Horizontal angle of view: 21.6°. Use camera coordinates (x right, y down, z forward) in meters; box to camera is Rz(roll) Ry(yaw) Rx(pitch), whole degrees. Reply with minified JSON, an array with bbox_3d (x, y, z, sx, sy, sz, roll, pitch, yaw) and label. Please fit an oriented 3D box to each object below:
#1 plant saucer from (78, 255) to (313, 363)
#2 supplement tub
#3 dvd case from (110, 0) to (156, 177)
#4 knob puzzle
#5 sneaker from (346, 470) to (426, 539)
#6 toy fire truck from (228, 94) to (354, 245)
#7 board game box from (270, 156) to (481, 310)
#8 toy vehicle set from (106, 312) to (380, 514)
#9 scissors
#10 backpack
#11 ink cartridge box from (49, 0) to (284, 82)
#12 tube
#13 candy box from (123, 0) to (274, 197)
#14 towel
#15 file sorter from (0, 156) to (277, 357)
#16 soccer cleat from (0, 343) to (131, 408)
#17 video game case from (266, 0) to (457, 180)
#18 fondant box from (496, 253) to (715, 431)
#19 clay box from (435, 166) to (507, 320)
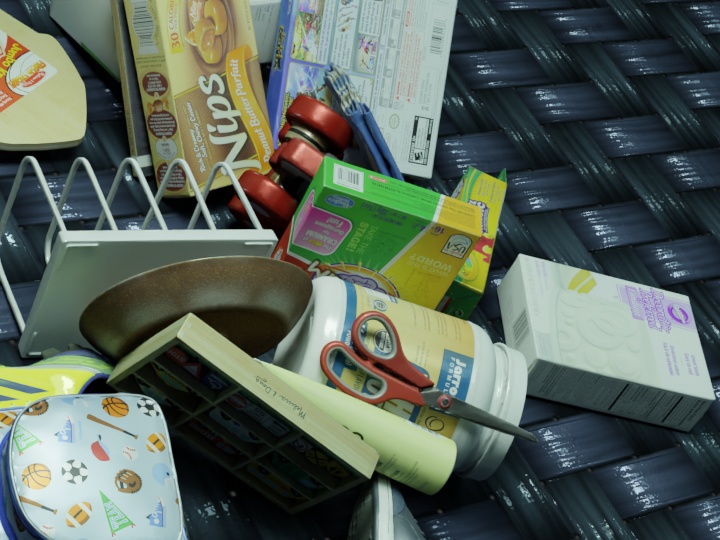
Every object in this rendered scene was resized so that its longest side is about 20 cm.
[{"bbox_3d":[-0.135,0.046,1.588,0.200,0.200,0.037,1,63,-30],"label":"plant saucer"},{"bbox_3d":[0.031,0.099,1.664,0.200,0.145,0.145,18,41,-13],"label":"supplement tub"},{"bbox_3d":[-0.172,-0.201,1.848,0.149,0.200,0.016,-15,12,-40],"label":"dvd case"},{"bbox_3d":[-0.351,-0.173,1.805,0.219,0.030,0.220,17,41,-15],"label":"knob puzzle"},{"bbox_3d":[0.067,0.261,1.568,0.146,0.077,0.203,10,45,-18],"label":"sneaker"},{"bbox_3d":[-0.024,-0.064,1.773,0.168,0.200,0.112,34,79,-1],"label":"toy fire truck"},{"bbox_3d":[0.000,0.000,1.705,0.153,0.200,0.040,17,43,-14],"label":"board game box"},{"bbox_3d":[-0.096,0.121,1.543,0.200,0.124,0.027,37,53,-15],"label":"toy vehicle set"},{"bbox_3d":[0.056,0.111,1.591,0.200,0.014,0.073,38,78,-12],"label":"scissors"},{"bbox_3d":[-0.228,0.184,1.428,0.190,0.154,0.200,-3,52,-19],"label":"backpack"},{"bbox_3d":[-0.193,-0.272,1.940,0.200,0.084,0.146,-11,42,-39],"label":"ink cartridge box"},{"bbox_3d":[-0.017,0.127,1.564,0.200,0.058,0.052,26,14,-17],"label":"tube"},{"bbox_3d":[-0.153,-0.179,1.817,0.115,0.200,0.055,-19,16,-42],"label":"candy box"},{"bbox_3d":[0.013,-0.116,1.823,0.147,0.024,0.200,62,1,-20],"label":"towel"},{"bbox_3d":[-0.202,-0.018,1.654,0.200,0.139,0.125,-1,46,-31],"label":"file sorter"},{"bbox_3d":[-0.270,0.115,1.525,0.084,0.065,0.200,36,36,28],"label":"soccer cleat"},{"bbox_3d":[-0.002,-0.205,1.943,0.181,0.045,0.200,9,88,-24],"label":"video game case"},{"bbox_3d":[0.243,0.072,1.887,0.200,0.058,0.144,14,42,-20],"label":"fondant box"},{"bbox_3d":[0.091,-0.012,1.838,0.048,0.115,0.200,24,40,-7],"label":"clay box"}]
